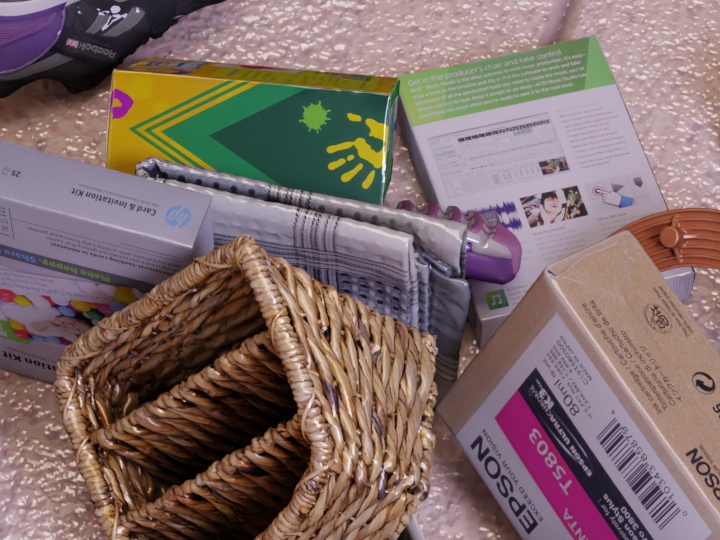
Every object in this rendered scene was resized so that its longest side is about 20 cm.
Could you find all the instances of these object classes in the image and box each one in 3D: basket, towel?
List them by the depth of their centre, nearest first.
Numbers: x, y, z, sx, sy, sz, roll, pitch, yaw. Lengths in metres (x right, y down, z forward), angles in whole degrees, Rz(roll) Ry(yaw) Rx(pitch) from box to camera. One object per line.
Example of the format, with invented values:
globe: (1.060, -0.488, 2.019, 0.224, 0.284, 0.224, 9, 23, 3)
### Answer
basket: (-0.073, 0.098, 1.536, 0.149, 0.200, 0.143, 28, 51, -31)
towel: (-0.033, 0.016, 1.620, 0.199, 0.193, 0.035, 11, 56, 8)

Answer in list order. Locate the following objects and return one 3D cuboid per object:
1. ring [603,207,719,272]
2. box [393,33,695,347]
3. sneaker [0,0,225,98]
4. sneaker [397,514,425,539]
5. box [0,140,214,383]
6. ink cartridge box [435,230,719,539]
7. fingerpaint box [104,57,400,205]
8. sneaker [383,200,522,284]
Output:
ring: (0.191, 0.062, 1.626, 0.199, 0.019, 0.202, -4, 83, 29)
box: (0.115, -0.054, 1.768, 0.143, 0.036, 0.201, -12, 58, -10)
sneaker: (-0.173, -0.166, 1.816, 0.199, 0.088, 0.076, -12, 35, -29)
sneaker: (0.011, 0.202, 1.557, 0.067, 0.090, 0.201, -6, 57, -7)
box: (-0.160, 0.007, 1.616, 0.155, 0.200, 0.041, 15, 60, 9)
ink cartridge box: (0.149, 0.106, 1.553, 0.075, 0.165, 0.200, -23, 70, -35)
fingerpaint box: (-0.062, -0.085, 1.688, 0.166, 0.200, 0.074, 5, 97, 1)
sneaker: (0.000, 0.000, 1.697, 0.199, 0.080, 0.089, 5, 96, 10)
